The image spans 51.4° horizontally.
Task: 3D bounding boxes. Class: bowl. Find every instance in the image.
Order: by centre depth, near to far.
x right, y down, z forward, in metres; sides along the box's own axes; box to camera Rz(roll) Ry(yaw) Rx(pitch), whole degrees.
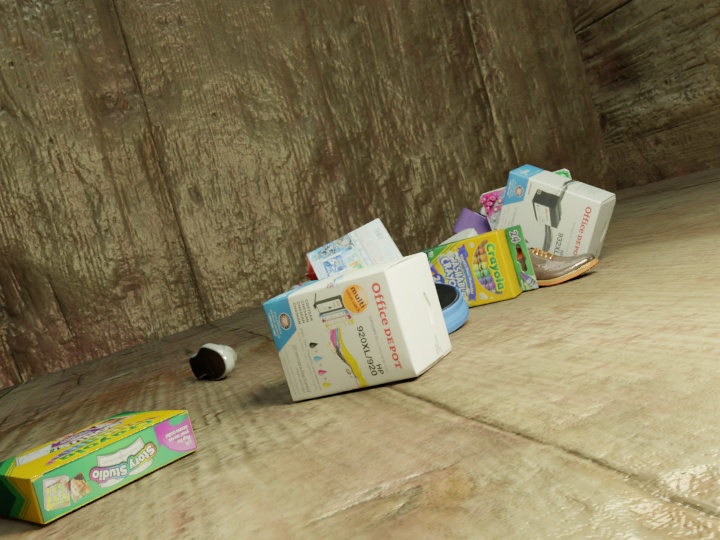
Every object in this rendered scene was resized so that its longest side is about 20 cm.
[{"bbox_3d":[0.083,0.070,1.272,0.199,0.040,0.201,-11,17,3],"label":"bowl"}]

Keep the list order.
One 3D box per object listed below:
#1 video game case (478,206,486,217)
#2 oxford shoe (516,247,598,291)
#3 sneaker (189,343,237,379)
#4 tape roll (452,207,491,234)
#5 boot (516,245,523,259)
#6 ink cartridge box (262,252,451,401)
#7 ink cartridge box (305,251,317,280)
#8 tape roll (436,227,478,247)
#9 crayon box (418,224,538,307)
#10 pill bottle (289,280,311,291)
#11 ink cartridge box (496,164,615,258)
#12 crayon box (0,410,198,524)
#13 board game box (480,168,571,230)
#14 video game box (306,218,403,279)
[{"bbox_3d":[0.390,-0.110,1.876,0.199,0.024,0.182,26,7,5],"label":"video game case"},{"bbox_3d":[0.344,-0.010,1.406,0.198,0.074,0.071,-15,3,27],"label":"oxford shoe"},{"bbox_3d":[-0.284,0.175,1.524,0.084,0.073,0.200,-21,3,-29],"label":"sneaker"},{"bbox_3d":[0.327,-0.083,1.822,0.199,0.066,0.200,26,7,-3],"label":"tape roll"},{"bbox_3d":[0.330,-0.012,1.589,0.199,0.076,0.107,-14,9,30],"label":"boot"},{"bbox_3d":[-0.001,0.076,1.039,0.199,0.149,0.144,-16,3,28],"label":"ink cartridge box"},{"bbox_3d":[-0.051,-0.003,1.745,0.115,0.068,0.200,-8,-16,12],"label":"ink cartridge box"},{"bbox_3d":[0.184,-0.005,1.629,0.202,0.071,0.202,-37,6,4],"label":"tape roll"},{"bbox_3d":[0.220,0.000,1.411,0.199,0.127,0.051,-15,4,30],"label":"crayon box"},{"bbox_3d":[-0.075,0.067,1.947,0.199,0.114,0.113,-18,3,-27],"label":"pill bottle"},{"bbox_3d":[0.389,-0.110,1.505,0.199,0.146,0.083,25,30,31],"label":"ink cartridge box"},{"bbox_3d":[-0.329,0.230,0.908,0.172,0.059,0.199,-14,4,45],"label":"crayon box"},{"bbox_3d":[0.379,-0.095,1.610,0.199,0.201,0.026,-15,16,29],"label":"board game box"},{"bbox_3d":[0.000,0.000,1.587,0.181,0.047,0.201,-25,47,-4],"label":"video game box"}]
